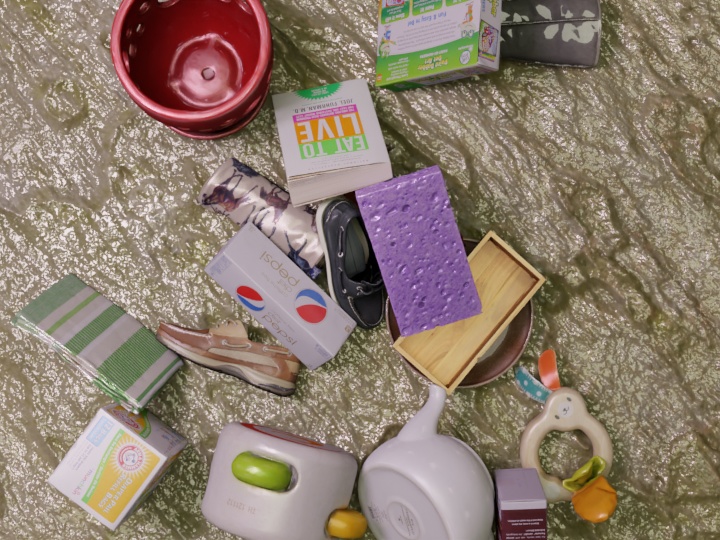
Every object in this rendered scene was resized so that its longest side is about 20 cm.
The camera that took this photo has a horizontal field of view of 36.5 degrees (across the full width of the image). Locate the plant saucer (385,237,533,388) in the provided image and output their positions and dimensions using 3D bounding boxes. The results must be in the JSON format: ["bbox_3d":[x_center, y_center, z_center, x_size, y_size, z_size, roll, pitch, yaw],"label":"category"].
[{"bbox_3d":[0.133,0.058,1.475,0.199,0.037,0.202,0,87,-2],"label":"plant saucer"}]

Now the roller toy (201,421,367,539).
[{"bbox_3d":[-0.103,0.281,1.388,0.199,0.182,0.141,18,85,-30],"label":"roller toy"}]

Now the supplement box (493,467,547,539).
[{"bbox_3d":[0.207,0.368,1.402,0.060,0.109,0.201,-3,101,3],"label":"supplement box"}]

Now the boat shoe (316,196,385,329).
[{"bbox_3d":[0.002,-0.001,1.419,0.074,0.066,0.200,-30,121,-32],"label":"boat shoe"}]

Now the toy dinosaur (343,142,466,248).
[{"bbox_3d":[0.055,-0.080,1.460,0.199,0.105,0.182,-28,82,31],"label":"toy dinosaur"}]

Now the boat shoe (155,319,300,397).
[{"bbox_3d":[-0.172,0.104,1.455,0.199,0.076,0.074,22,82,-8],"label":"boat shoe"}]

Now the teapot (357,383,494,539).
[{"bbox_3d":[0.104,0.289,1.411,0.146,0.201,0.197,-29,61,-38],"label":"teapot"}]

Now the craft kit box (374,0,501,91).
[{"bbox_3d":[0.101,-0.346,1.424,0.048,0.199,0.199,9,84,-39],"label":"craft kit box"}]

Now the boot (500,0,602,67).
[{"bbox_3d":[0.224,-0.361,1.476,0.199,0.073,0.183,-3,107,6],"label":"boot"}]

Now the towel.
[{"bbox_3d":[-0.336,0.093,1.418,0.200,0.153,0.023,36,117,1],"label":"towel"}]

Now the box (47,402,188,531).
[{"bbox_3d":[-0.300,0.239,1.376,0.101,0.200,0.113,36,87,1],"label":"box"}]

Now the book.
[{"bbox_3d":[-0.039,-0.174,1.422,0.133,0.201,0.048,-12,131,-2],"label":"book"}]

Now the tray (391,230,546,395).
[{"bbox_3d":[0.142,0.056,1.441,0.099,0.037,0.200,41,86,1],"label":"tray"}]

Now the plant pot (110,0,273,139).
[{"bbox_3d":[-0.208,-0.275,1.413,0.199,0.183,0.202,0,88,-1],"label":"plant pot"}]

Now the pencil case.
[{"bbox_3d":[-0.122,-0.068,1.456,0.199,0.078,0.090,34,99,1],"label":"pencil case"}]

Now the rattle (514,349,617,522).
[{"bbox_3d":[0.263,0.213,1.422,0.129,0.143,0.201,-7,94,19],"label":"rattle"}]

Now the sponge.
[{"bbox_3d":[0.075,-0.022,1.376,0.111,0.030,0.201,-18,110,1],"label":"sponge"}]

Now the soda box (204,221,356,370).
[{"bbox_3d":[-0.103,0.035,1.428,0.200,0.064,0.068,44,52,-9],"label":"soda box"}]
